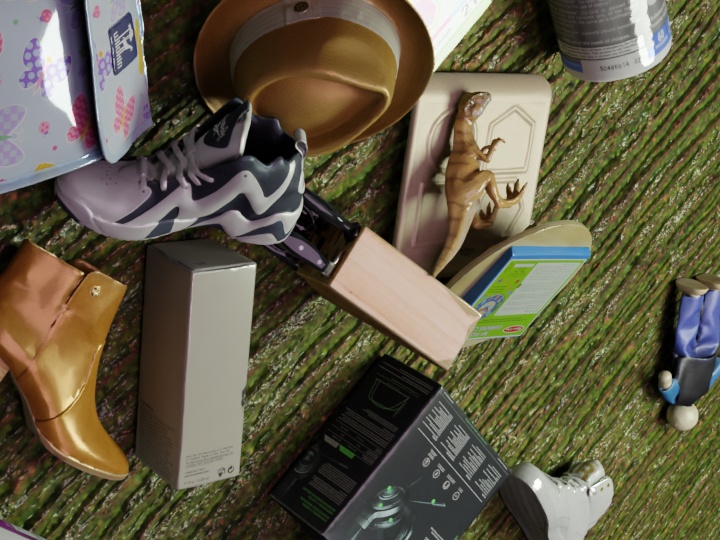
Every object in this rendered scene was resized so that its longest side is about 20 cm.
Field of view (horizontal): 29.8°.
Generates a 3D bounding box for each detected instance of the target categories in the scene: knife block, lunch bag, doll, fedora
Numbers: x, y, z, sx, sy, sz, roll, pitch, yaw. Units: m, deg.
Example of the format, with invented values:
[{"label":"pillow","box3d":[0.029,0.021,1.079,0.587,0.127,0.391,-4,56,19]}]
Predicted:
[{"label":"knife block","box3d":[0.000,0.000,1.201,0.064,0.200,0.176,-57,163,-6]},{"label":"lunch bag","box3d":[-0.237,-0.157,0.964,0.200,0.127,0.170,-23,123,-40]},{"label":"doll","box3d":[0.416,0.107,1.681,0.136,0.048,0.201,-10,113,-36]},{"label":"fedora","box3d":[-0.037,-0.152,1.100,0.200,0.082,0.201,-2,136,-2]}]

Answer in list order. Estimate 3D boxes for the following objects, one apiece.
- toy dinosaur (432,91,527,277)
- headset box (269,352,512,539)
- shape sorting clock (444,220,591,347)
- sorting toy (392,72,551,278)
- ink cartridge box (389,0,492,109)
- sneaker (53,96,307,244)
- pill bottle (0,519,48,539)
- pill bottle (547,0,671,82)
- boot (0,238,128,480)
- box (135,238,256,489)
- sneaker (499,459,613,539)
[{"label":"toy dinosaur","box3d":[0.099,-0.069,1.286,0.106,0.060,0.201,22,67,-37]},{"label":"headset box","box3d":[0.030,0.220,1.366,0.200,0.093,0.174,-51,132,-12]},{"label":"shape sorting clock","box3d":[0.146,0.015,1.369,0.200,0.039,0.200,-28,151,-16]},{"label":"sorting toy","box3d":[0.107,-0.096,1.348,0.185,0.036,0.201,-6,107,-39]},{"label":"ink cartridge box","box3d":[0.006,-0.257,1.162,0.148,0.076,0.200,-51,133,-12]},{"label":"sneaker","box3d":[-0.132,-0.087,1.056,0.198,0.080,0.130,9,136,-15]},{"label":"pill bottle","box3d":[-0.299,0.258,1.087,0.200,0.112,0.112,39,81,-42]},{"label":"pill bottle","box3d":[0.232,-0.296,1.314,0.114,0.114,0.200,-37,128,-23]},{"label":"boot","box3d":[-0.228,0.074,1.100,0.201,0.071,0.144,39,84,-38]},{"label":"box","box3d":[-0.144,0.079,1.169,0.068,0.082,0.201,-7,113,-38]},{"label":"sneaker","box3d":[0.231,0.251,1.572,0.116,0.074,0.200,-48,141,-17]}]
